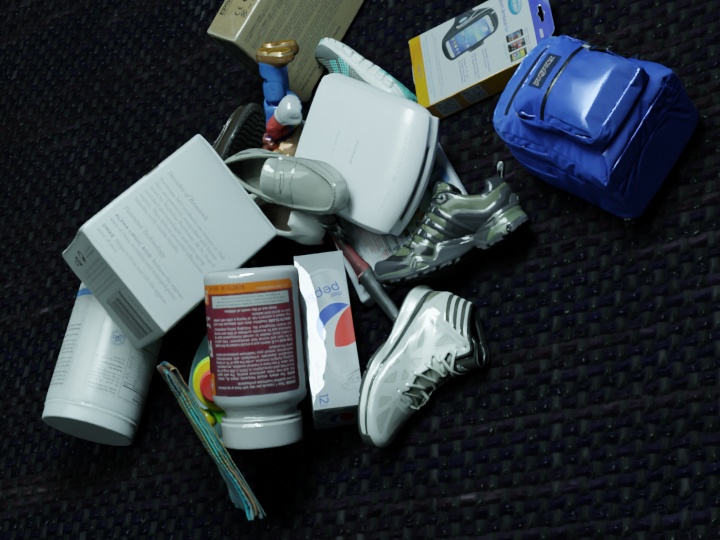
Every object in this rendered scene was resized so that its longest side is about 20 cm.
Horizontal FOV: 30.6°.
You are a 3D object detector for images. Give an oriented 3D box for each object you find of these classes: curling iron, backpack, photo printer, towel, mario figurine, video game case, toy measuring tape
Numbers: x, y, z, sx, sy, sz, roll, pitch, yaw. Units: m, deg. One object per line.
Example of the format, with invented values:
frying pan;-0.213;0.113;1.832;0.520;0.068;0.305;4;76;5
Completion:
curling iron;0.000;0.000;1.609;0.025;0.050;0.201;-37;56;6
backpack;0.249;-0.181;1.473;0.199;0.168;0.163;29;78;46
photo printer;0.008;-0.143;1.642;0.199;0.069;0.169;28;102;42
towel;-0.180;0.199;1.547;0.022;0.202;0.147;-32;6;-12
mario figurine;-0.085;-0.200;1.742;0.105;0.123;0.203;15;119;38
video game case;0.042;-0.081;1.667;0.181;0.022;0.201;-38;49;15
toy measuring tape;-0.153;0.104;1.613;0.073;0.073;0.202;39;103;42

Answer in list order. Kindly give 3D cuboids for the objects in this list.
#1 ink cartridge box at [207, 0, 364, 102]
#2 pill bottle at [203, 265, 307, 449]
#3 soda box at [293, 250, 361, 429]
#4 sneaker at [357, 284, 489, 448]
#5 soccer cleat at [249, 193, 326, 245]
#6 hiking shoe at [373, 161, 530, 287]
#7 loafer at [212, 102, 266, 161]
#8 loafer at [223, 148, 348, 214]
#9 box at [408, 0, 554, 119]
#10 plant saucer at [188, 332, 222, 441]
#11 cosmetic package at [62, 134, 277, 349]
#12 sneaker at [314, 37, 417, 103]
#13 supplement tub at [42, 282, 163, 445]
ink cartridge box;-0.095;-0.364;1.822;0.075;0.164;0.202;24;81;43
pill bottle;-0.120;0.099;1.528;0.113;0.114;0.204;-3;92;35
soda box;-0.039;0.082;1.580;0.062;0.069;0.203;-6;64;-5
sneaker;0.076;0.115;1.500;0.114;0.076;0.203;11;71;41
soccer cleat;-0.122;-0.074;1.734;0.198;0.077;0.070;10;82;47
hiking shoe;0.099;-0.050;1.559;0.198;0.076;0.102;-24;74;13
loafer;-0.197;-0.148;1.843;0.071;0.073;0.202;21;80;39
loafer;-0.095;-0.110;1.640;0.198;0.069;0.071;16;107;44
box;0.159;-0.281;1.676;0.198;0.041;0.121;-21;55;23
plant saucer;-0.131;0.129;1.671;0.199;0.039;0.204;-17;58;28
cosmetic package;-0.245;-0.033;1.679;0.200;0.166;0.165;-42;6;-24
sneaker;-0.013;-0.242;1.761;0.092;0.077;0.200;-53;46;5
supplement tub;-0.340;0.120;1.769;0.130;0.132;0.203;-1;66;36
